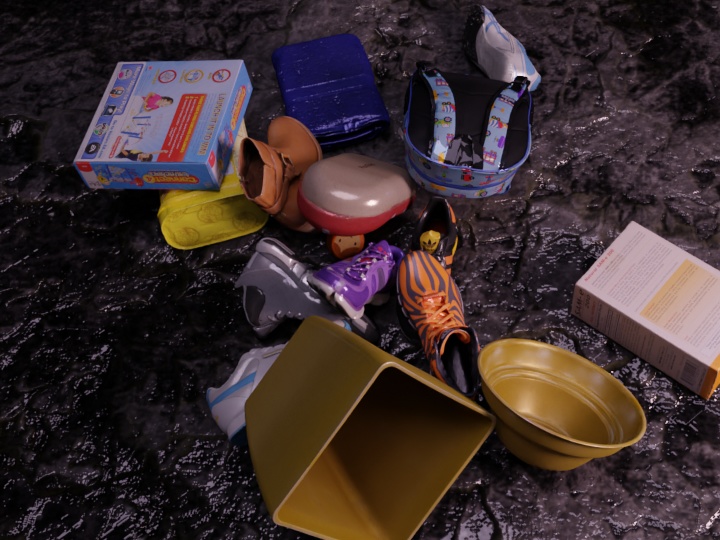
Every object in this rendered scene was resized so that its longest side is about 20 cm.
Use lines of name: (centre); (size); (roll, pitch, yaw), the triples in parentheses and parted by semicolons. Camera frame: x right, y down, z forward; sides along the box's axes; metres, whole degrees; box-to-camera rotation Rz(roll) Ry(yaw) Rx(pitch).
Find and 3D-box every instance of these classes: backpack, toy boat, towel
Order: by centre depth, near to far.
toy boat: (-0.011, -0.076, 1.369); (0.130, 0.131, 0.200); (19, 17, 15)
backpack: (0.139, -0.169, 1.377); (0.182, 0.135, 0.201); (9, 44, 0)
towel: (-0.048, -0.267, 1.553); (0.147, 0.050, 0.201); (-12, 56, -6)

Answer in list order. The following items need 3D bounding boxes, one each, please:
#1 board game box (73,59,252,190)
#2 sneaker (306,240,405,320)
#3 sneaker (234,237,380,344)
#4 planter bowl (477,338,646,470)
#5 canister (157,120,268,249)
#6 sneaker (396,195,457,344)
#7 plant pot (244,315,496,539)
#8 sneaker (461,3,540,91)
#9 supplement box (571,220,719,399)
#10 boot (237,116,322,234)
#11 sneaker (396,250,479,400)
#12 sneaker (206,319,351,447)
board game box: (-0.269, -0.204, 1.427); (0.195, 0.056, 0.201); (2, 54, 15)
sneaker: (0.000, 0.000, 1.268); (0.081, 0.200, 0.084); (39, 110, 10)
sneaker: (-0.077, 0.058, 1.322); (0.200, 0.075, 0.116); (39, 95, 10)
planter bowl: (0.213, 0.167, 1.168); (0.199, 0.084, 0.201); (16, 25, -8)
canister: (-0.219, -0.142, 1.458); (0.148, 0.087, 0.201); (-15, 53, -2)
sneaker: (0.084, -0.005, 1.322); (0.070, 0.090, 0.201); (5, 55, 10)
plant pot: (-0.012, 0.165, 1.130); (0.200, 0.200, 0.176); (-54, 42, 5)
sneaker: (0.210, -0.333, 1.564); (0.072, 0.072, 0.200); (9, 40, -30)
supplement box: (0.377, 0.046, 1.262); (0.200, 0.074, 0.126); (35, 66, 27)
boot: (-0.115, -0.151, 1.393); (0.074, 0.155, 0.201); (-33, 60, 21)
sneaker: (0.101, 0.061, 1.221); (0.077, 0.112, 0.201); (-20, 79, -6)
sneaker: (-0.098, 0.120, 1.251); (0.200, 0.077, 0.081); (-38, 62, -9)
